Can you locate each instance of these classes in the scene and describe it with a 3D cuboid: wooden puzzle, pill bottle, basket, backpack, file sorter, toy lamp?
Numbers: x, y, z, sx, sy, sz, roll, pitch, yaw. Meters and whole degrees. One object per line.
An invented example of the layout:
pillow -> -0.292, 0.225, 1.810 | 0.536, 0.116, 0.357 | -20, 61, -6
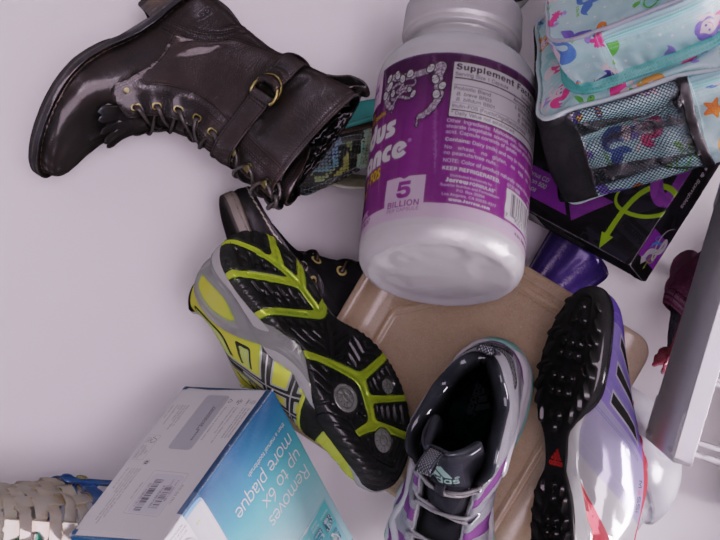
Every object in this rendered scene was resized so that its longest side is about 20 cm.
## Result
wooden puzzle -> 0.073, 0.079, 1.180 | 0.199, 0.037, 0.186 | 32, 94, 11
pill bottle -> 0.061, -0.088, 1.135 | 0.111, 0.112, 0.201 | 11, 65, -11
basket -> -0.202, 0.228, 1.172 | 0.199, 0.139, 0.178 | 8, 92, -30
backpack -> 0.214, -0.146, 1.118 | 0.199, 0.178, 0.151 | -10, 123, 13
file sorter -> 0.283, 0.039, 1.123 | 0.124, 0.139, 0.201 | 16, 91, 2
toy lamp -> 0.203, -0.052, 1.271 | 0.200, 0.058, 0.058 | -43, 99, -6

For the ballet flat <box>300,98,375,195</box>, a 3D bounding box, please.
ballet flat -> 0.035, -0.100, 1.240 | 0.199, 0.074, 0.075 | -13, 95, -7

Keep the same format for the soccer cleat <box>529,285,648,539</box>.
soccer cleat -> 0.159, 0.111, 1.123 | 0.073, 0.068, 0.202 | 3, 92, -27

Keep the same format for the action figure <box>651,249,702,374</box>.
action figure -> 0.277, -0.006, 1.223 | 0.200, 0.134, 0.149 | -48, 130, -8

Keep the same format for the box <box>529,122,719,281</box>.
box -> 0.200, -0.110, 1.232 | 0.201, 0.143, 0.036 | -56, 143, -5

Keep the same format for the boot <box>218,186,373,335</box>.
boot -> 0.000, 0.000, 1.227 | 0.150, 0.073, 0.201 | -32, 102, -6

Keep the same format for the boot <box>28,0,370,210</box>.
boot -> -0.113, -0.100, 1.171 | 0.174, 0.069, 0.200 | 41, 83, 16

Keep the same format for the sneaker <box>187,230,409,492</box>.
sneaker -> -0.040, 0.067, 1.158 | 0.075, 0.076, 0.201 | -34, 89, -45

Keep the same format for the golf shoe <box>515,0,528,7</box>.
golf shoe -> 0.056, -0.261, 1.223 | 0.199, 0.078, 0.095 | 30, 88, -9

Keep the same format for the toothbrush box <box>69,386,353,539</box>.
toothbrush box -> -0.086, 0.201, 1.152 | 0.147, 0.085, 0.201 | -53, 130, -40

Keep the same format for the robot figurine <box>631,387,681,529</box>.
robot figurine -> 0.151, 0.153, 1.241 | 0.199, 0.113, 0.170 | -24, 135, -8

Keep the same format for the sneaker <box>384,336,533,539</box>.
sneaker -> 0.052, 0.138, 1.090 | 0.077, 0.140, 0.201 | 13, 89, 13
